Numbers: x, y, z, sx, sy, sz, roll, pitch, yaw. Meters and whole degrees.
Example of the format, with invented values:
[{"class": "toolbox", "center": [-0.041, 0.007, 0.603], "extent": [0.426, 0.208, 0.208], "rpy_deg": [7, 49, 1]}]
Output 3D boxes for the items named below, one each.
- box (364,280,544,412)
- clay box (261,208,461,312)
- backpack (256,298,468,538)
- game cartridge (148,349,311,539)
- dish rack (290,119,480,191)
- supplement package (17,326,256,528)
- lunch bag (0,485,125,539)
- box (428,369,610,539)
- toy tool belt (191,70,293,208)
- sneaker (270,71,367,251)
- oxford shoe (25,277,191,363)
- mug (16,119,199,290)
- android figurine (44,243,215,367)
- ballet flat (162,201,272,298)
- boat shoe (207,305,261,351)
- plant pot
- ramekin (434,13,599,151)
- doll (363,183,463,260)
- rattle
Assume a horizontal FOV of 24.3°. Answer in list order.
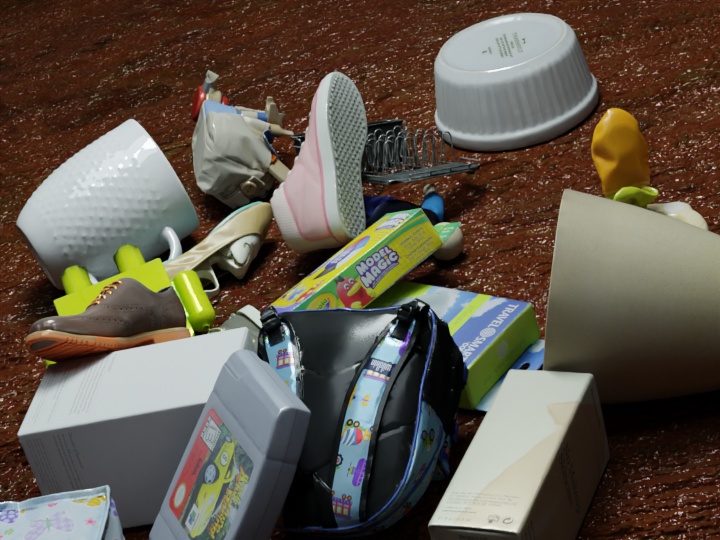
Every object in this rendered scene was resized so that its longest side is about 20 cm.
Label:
[{"class": "box", "center": [0.074, 0.070, 1.587], "extent": [0.198, 0.048, 0.122], "rpy_deg": [9, 38, 39]}, {"class": "clay box", "center": [0.000, 0.000, 1.669], "extent": [0.199, 0.048, 0.115], "rpy_deg": [-39, 10, -14]}, {"class": "backpack", "center": [-0.007, 0.139, 1.421], "extent": [0.181, 0.135, 0.202], "rpy_deg": [-4, 60, 24]}, {"class": "game cartridge", "center": [-0.109, 0.180, 1.371], "extent": [0.041, 0.202, 0.133], "rpy_deg": [17, 13, -35]}, {"class": "dish rack", "center": [0.032, -0.130, 1.889], "extent": [0.152, 0.055, 0.199], "rpy_deg": [-14, 15, -33]}, {"class": "supplement package", "center": [-0.186, 0.147, 1.514], "extent": [0.198, 0.121, 0.122], "rpy_deg": [-11, 27, 12]}, {"class": "lunch bag", "center": [-0.220, 0.289, 1.240], "extent": [0.126, 0.171, 0.201], "rpy_deg": [-8, 27, 8]}, {"class": "box", "center": [0.130, 0.174, 1.333], "extent": [0.077, 0.096, 0.200], "rpy_deg": [1, 35, 27]}, {"class": "toy tool belt", "center": [-0.140, -0.156, 2.040], "extent": [0.122, 0.126, 0.201], "rpy_deg": [11, 29, -15]}, {"class": "sneaker", "center": [-0.051, -0.113, 1.808], "extent": [0.104, 0.075, 0.202], "rpy_deg": [-18, 62, 35]}, {"class": "oxford shoe", "center": [-0.243, 0.047, 1.591], "extent": [0.071, 0.074, 0.199], "rpy_deg": [-16, -10, 32]}, {"class": "mug", "center": [-0.280, -0.046, 1.892], "extent": [0.175, 0.148, 0.200], "rpy_deg": [-34, 61, -12]}, {"class": "android figurine", "center": [-0.239, 0.062, 1.720], "extent": [0.180, 0.041, 0.201], "rpy_deg": [-23, 52, -11]}, {"class": "ballet flat", "center": [-0.161, -0.003, 1.837], "extent": [0.199, 0.069, 0.063], "rpy_deg": [-34, 61, -24]}, {"class": "boat shoe", "center": [-0.093, 0.091, 1.615], "extent": [0.060, 0.073, 0.201], "rpy_deg": [-28, 25, -16]}, {"class": "plant pot", "center": [0.265, 0.032, 1.442], "extent": [0.197, 0.189, 0.188], "rpy_deg": [5, 33, 10]}, {"class": "ramekin", "center": [0.178, -0.231, 1.998], "extent": [0.200, 0.095, 0.203], "rpy_deg": [-13, 29, 7]}, {"class": "doll", "center": [0.035, -0.052, 1.813], "extent": [0.136, 0.049, 0.199], "rpy_deg": [-37, 35, -30]}, {"class": "rattle", "center": [0.273, -0.047, 1.597], "extent": [0.129, 0.144, 0.200], "rpy_deg": [10, 28, 8]}]
